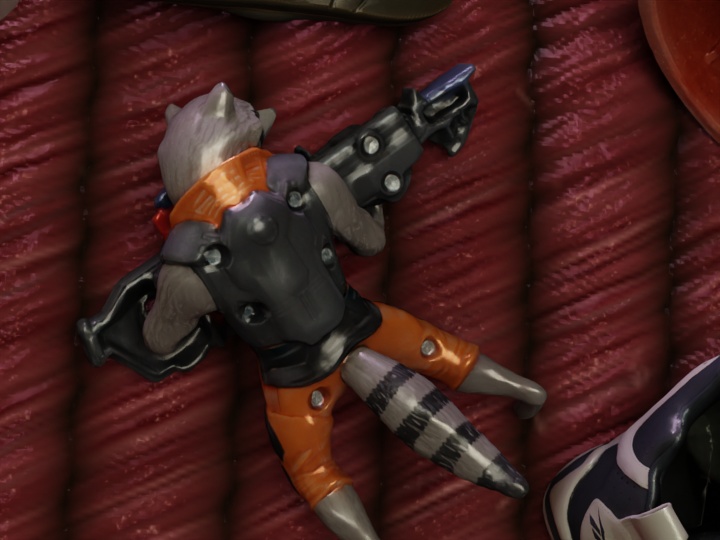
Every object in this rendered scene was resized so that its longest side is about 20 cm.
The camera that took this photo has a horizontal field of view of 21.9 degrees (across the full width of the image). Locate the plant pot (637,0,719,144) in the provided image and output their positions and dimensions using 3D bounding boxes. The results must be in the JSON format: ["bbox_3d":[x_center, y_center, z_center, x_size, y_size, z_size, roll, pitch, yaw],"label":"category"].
[{"bbox_3d":[0.249,-0.143,0.759,0.200,0.201,0.196,40,68,-3],"label":"plant pot"}]

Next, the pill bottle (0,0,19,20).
[{"bbox_3d":[-0.207,-0.180,0.707,0.112,0.112,0.201,-24,86,-13],"label":"pill bottle"}]

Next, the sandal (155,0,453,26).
[{"bbox_3d":[-0.053,-0.144,0.766,0.199,0.055,0.082,6,86,-25],"label":"sandal"}]

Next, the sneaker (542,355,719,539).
[{"bbox_3d":[0.173,0.059,0.735,0.198,0.130,0.080,-24,87,-14],"label":"sneaker"}]

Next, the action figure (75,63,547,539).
[{"bbox_3d":[0.000,0.000,0.727,0.200,0.105,0.194,-43,101,-12],"label":"action figure"}]
